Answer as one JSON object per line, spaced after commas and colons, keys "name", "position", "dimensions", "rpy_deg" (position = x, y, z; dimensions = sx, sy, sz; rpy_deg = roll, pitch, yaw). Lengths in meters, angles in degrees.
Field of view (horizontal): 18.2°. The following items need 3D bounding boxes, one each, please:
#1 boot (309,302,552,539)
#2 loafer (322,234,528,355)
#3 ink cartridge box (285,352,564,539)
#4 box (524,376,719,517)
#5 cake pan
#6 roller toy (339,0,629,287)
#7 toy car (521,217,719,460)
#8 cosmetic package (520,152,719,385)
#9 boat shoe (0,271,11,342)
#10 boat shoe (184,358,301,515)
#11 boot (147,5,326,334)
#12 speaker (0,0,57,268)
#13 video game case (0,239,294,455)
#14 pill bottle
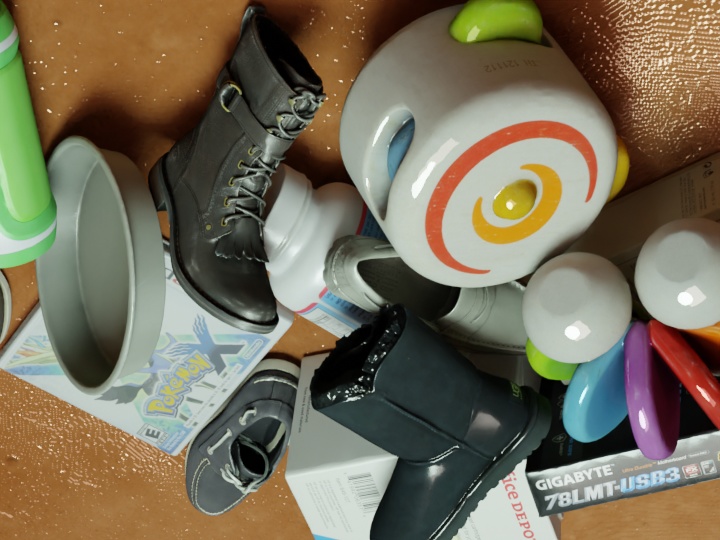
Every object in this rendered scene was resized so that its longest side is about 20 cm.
{"name": "boot", "position": [0.024, 0.126, 1.702], "dimensions": [0.168, 0.077, 0.200], "rpy_deg": [30, 118, -25]}
{"name": "loafer", "position": [0.068, 0.023, 1.697], "dimensions": [0.199, 0.070, 0.070], "rpy_deg": [14, 89, -20]}
{"name": "ink cartridge box", "position": [0.059, 0.153, 1.869], "dimensions": [0.198, 0.145, 0.148], "rpy_deg": [-11, 128, 15]}
{"name": "box", "position": [0.237, 0.108, 1.775], "dimensions": [0.197, 0.200, 0.050], "rpy_deg": [-15, 112, 18]}
{"name": "cake pan", "position": [-0.202, -0.005, 1.741], "dimensions": [0.036, 0.201, 0.201], "rpy_deg": [-5, 137, -28]}
{"name": "roller toy", "position": [0.089, -0.085, 1.628], "dimensions": [0.182, 0.140, 0.200], "rpy_deg": [-35, 137, 4]}
{"name": "toy car", "position": [0.222, 0.063, 1.649], "dimensions": [0.199, 0.151, 0.175], "rpy_deg": [-17, 155, 17]}
{"name": "cosmetic package", "position": [0.222, 0.001, 1.769], "dimensions": [0.199, 0.073, 0.104], "rpy_deg": [-24, 124, 24]}
{"name": "boat shoe", "position": [-0.331, 0.003, 1.834], "dimensions": [0.071, 0.060, 0.201], "rpy_deg": [2, 131, 5]}
{"name": "boat shoe", "position": [-0.106, 0.159, 1.944], "dimensions": [0.072, 0.063, 0.200], "rpy_deg": [20, 132, -15]}
{"name": "boot", "position": [-0.079, -0.075, 1.653], "dimensions": [0.069, 0.201, 0.174], "rpy_deg": [4, 136, -43]}
{"name": "speaker", "position": [-0.286, -0.105, 1.708], "dimensions": [0.088, 0.089, 0.201], "rpy_deg": [-3, 122, 8]}
{"name": "video game case", "position": [-0.183, 0.057, 1.893], "dimensions": [0.182, 0.022, 0.200], "rpy_deg": [29, 128, -18]}
{"name": "pill bottle", "position": [0.000, 0.000, 1.767], "dimensions": [0.199, 0.109, 0.109], "rpy_deg": [31, 127, -19]}
